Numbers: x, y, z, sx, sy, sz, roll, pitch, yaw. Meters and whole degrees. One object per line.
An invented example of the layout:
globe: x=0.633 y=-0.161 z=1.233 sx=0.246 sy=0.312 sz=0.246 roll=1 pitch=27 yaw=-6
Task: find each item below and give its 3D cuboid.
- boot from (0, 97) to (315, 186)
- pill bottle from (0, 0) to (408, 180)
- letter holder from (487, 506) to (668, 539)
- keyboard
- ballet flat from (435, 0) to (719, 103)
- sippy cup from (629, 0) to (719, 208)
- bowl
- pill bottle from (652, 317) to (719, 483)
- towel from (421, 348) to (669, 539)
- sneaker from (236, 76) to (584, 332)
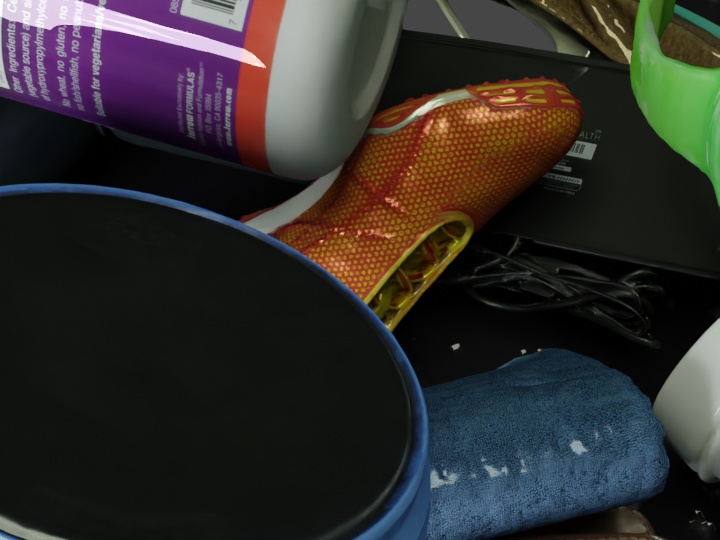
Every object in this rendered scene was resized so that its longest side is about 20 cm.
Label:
boot: x=-0.084 y=-0.053 z=0.931 sx=0.167 sy=0.076 sz=0.201 roll=14 pitch=81 yaw=5
pill bottle: x=-0.087 y=-0.107 z=0.847 sx=0.199 sy=0.113 sz=0.113 roll=16 pitch=65 yaw=10
letter holder: x=0.015 y=0.134 z=0.838 sx=0.199 sy=0.101 sz=0.143 roll=-10 pitch=62 yaw=-3
keyboard: x=0.072 y=-0.027 z=0.937 sx=0.199 sy=0.040 sz=0.105 roll=13 pitch=72 yaw=30
ballet flat: x=0.088 y=-0.085 z=0.967 sx=0.200 sy=0.068 sz=0.072 roll=38 pitch=91 yaw=18
sippy cup: x=0.190 y=-0.068 z=0.833 sx=0.178 sy=0.140 sz=0.131 roll=38 pitch=37 yaw=-13
bowl: x=-0.072 y=0.042 z=0.761 sx=0.199 sy=0.040 sz=0.201 roll=12 pitch=34 yaw=-8
pill bottle: x=0.193 y=0.094 z=0.843 sx=0.111 sy=0.111 sz=0.200 roll=-36 pitch=68 yaw=-15
towel: x=-0.001 y=0.071 z=0.857 sx=0.199 sy=0.112 sz=0.049 roll=-12 pitch=95 yaw=-10
sneaker: x=0.000 y=0.000 z=0.900 sx=0.199 sy=0.073 sz=0.077 roll=-34 pitch=63 yaw=19
